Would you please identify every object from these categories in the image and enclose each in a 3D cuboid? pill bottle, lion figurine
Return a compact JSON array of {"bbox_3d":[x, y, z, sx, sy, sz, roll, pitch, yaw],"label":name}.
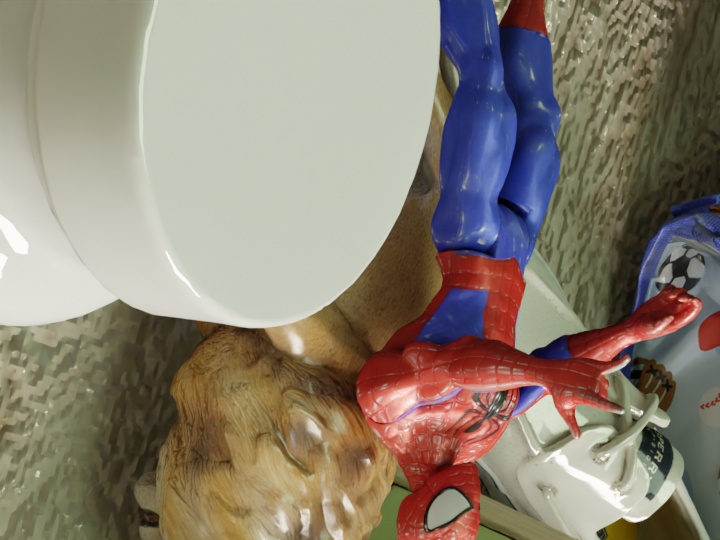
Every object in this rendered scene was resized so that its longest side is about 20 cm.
[{"bbox_3d":[-0.092,-0.052,0.591,0.116,0.200,0.116,-21,115,-52],"label":"pill bottle"},{"bbox_3d":[0.000,0.000,0.850,0.200,0.072,0.123,-48,122,-27],"label":"lion figurine"}]

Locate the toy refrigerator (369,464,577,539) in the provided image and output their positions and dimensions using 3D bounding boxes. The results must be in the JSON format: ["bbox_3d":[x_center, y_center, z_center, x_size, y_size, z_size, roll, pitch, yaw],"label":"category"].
[{"bbox_3d":[-0.017,0.139,0.846,0.200,0.076,0.070,-44,151,-44],"label":"toy refrigerator"}]

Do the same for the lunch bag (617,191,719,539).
[{"bbox_3d":[0.178,0.058,1.097,0.170,0.124,0.200,-19,99,-52],"label":"lunch bag"}]

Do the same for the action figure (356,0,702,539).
[{"bbox_3d":[0.056,-0.016,0.805,0.065,0.099,0.200,30,68,-51],"label":"action figure"}]

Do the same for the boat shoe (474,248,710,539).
[{"bbox_3d":[0.073,0.055,0.980,0.071,0.070,0.200,-57,141,-29],"label":"boat shoe"}]
